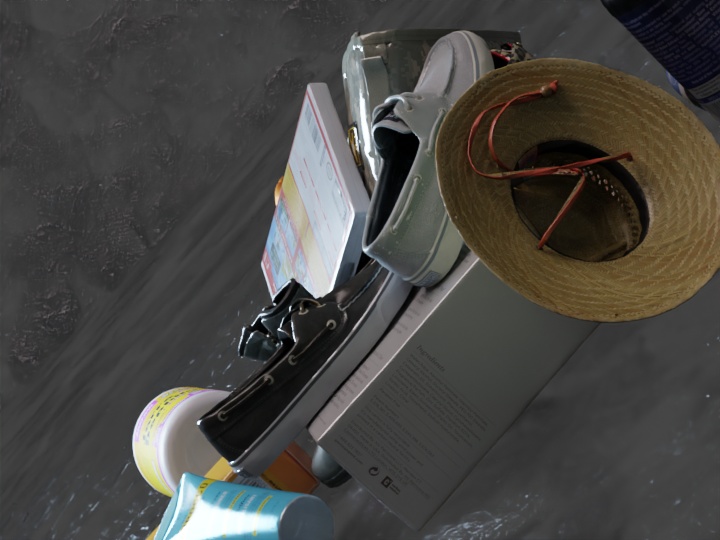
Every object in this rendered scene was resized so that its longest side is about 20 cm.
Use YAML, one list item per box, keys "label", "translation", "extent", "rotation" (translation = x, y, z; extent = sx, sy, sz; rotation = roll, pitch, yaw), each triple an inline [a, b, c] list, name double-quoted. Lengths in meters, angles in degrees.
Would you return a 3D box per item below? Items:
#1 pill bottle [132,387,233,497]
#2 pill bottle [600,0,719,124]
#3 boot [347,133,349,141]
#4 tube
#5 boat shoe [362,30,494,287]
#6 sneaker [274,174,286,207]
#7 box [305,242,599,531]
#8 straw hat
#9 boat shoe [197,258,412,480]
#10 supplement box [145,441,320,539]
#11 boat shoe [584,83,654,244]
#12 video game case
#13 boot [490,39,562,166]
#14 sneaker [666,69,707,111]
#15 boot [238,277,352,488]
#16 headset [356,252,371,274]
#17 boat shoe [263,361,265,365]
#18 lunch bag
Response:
- label: "pill bottle"
  translation: [-0.150, 0.159, 1.925]
  extent: [0.104, 0.104, 0.200]
  rotation: [-50, 11, -13]
- label: "pill bottle"
  translation: [0.232, -0.189, 1.425]
  extent: [0.112, 0.200, 0.112]
  rotation: [-45, 11, 11]
- label: "boot"
  translation: [0.096, -0.106, 1.748]
  extent: [0.144, 0.198, 0.073]
  rotation: [-178, 87, -73]
- label: "tube"
  translation: [-0.097, 0.194, 1.624]
  extent: [0.199, 0.050, 0.078]
  rotation: [-5, 51, 53]
- label: "boat shoe"
  translation: [0.043, -0.089, 1.470]
  extent: [0.070, 0.071, 0.202]
  rotation: [-29, 43, 52]
- label: "sneaker"
  translation: [0.009, -0.041, 1.877]
  extent: [0.075, 0.199, 0.093]
  rotation: [18, 103, 53]
- label: "box"
  translation: [0.060, 0.065, 1.473]
  extent: [0.200, 0.097, 0.124]
  rotation: [-49, 11, -2]
- label: "straw hat"
  translation: [0.139, -0.037, 1.377]
  extent: [0.201, 0.200, 0.085]
  rotation: [-53, -11, -28]
- label: "boat shoe"
  translation: [-0.034, 0.053, 1.469]
  extent: [0.200, 0.057, 0.069]
  rotation: [-51, 11, -14]
- label: "supplement box"
  translation: [-0.123, 0.217, 1.728]
  extent: [0.200, 0.069, 0.067]
  rotation: [-45, 11, 4]
- label: "boat shoe"
  translation: [0.197, -0.065, 1.490]
  extent: [0.072, 0.076, 0.201]
  rotation: [-31, 27, 39]
- label: "video game case"
  translation: [-0.036, -0.024, 1.644]
  extent: [0.201, 0.017, 0.144]
  rotation: [108, 152, -44]
- label: "boot"
  translation: [0.154, -0.123, 1.596]
  extent: [0.073, 0.154, 0.204]
  rotation: [-34, 19, 31]
- label: "sneaker"
  translation: [0.295, -0.206, 1.565]
  extent: [0.200, 0.076, 0.077]
  rotation: [-47, 15, -4]
- label: "boot"
  translation: [-0.035, 0.081, 1.613]
  extent: [0.068, 0.130, 0.200]
  rotation: [-64, 2, -37]
- label: "headset"
  translation: [0.000, 0.000, 1.714]
  extent: [0.093, 0.201, 0.124]
  rotation: [-13, -34, -29]
- label: "boat shoe"
  translation: [-0.027, 0.073, 1.824]
  extent: [0.200, 0.076, 0.061]
  rotation: [-32, 21, 49]
- label: "lunch bag"
  translation: [0.052, -0.098, 1.611]
  extent: [0.117, 0.166, 0.200]
  rotation: [-9, -1, 26]
